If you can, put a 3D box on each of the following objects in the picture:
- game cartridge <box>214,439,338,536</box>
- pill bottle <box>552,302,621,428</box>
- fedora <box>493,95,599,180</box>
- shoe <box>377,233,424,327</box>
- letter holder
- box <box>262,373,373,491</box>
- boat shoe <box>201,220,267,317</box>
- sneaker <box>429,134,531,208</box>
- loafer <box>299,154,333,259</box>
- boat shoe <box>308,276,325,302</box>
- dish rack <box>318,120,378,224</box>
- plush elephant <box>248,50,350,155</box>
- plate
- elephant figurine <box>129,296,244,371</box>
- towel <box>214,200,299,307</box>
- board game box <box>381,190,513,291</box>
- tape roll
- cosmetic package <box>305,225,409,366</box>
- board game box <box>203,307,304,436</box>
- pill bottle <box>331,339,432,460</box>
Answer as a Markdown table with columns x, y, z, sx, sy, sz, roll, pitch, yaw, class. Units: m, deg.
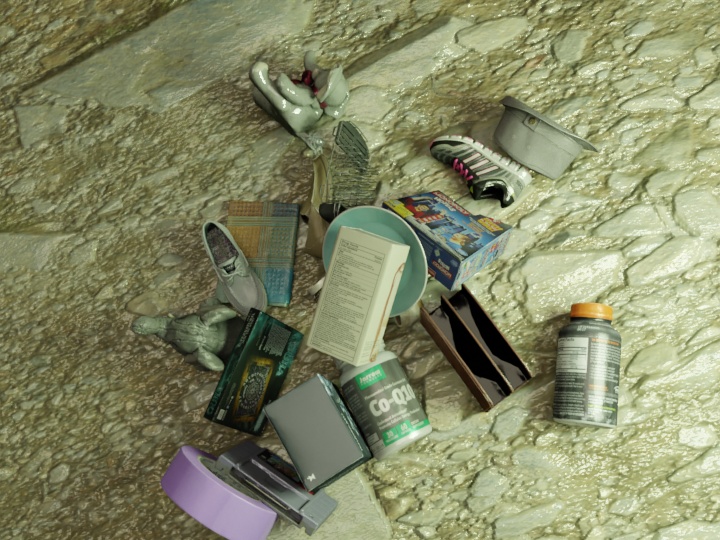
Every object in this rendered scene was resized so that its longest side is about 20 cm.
| x | y | z | sx | sy | sz | roll | pitch | yaw | class |
| --- | --- | --- | --- | --- | --- | --- | --- | --- | --- |
| -0.138 | 0.361 | 1.289 | 0.198 | 0.129 | 0.039 | 32 | 101 | 12 | game cartridge |
| 0.384 | 0.158 | 1.284 | 0.104 | 0.106 | 0.203 | 6 | 78 | 8 | pill bottle |
| 0.316 | -0.226 | 1.360 | 0.199 | 0.177 | 0.091 | 35 | 103 | 12 | fedora |
| 0.056 | 0.007 | 1.335 | 0.053 | 0.070 | 0.202 | -30 | 109 | -18 | shoe |
| 0.195 | 0.126 | 1.295 | 0.100 | 0.142 | 0.201 | -35 | 75 | -2 | letter holder |
| -0.063 | 0.270 | 1.263 | 0.106 | 0.200 | 0.150 | -31 | 76 | -1 | box |
| -0.238 | -0.004 | 1.392 | 0.069 | 0.072 | 0.202 | -31 | 74 | -1 | boat shoe |
| 0.210 | -0.178 | 1.398 | 0.198 | 0.074 | 0.088 | 26 | 75 | 7 | sneaker |
| -0.081 | -0.118 | 1.419 | 0.066 | 0.076 | 0.203 | -4 | 76 | -1 | loafer |
| 0.000 | 0.000 | 1.387 | 0.199 | 0.072 | 0.060 | -36 | 89 | -5 | boat shoe |
| -0.014 | -0.164 | 1.388 | 0.054 | 0.153 | 0.203 | 5 | 76 | 24 | dish rack |
| -0.096 | -0.338 | 1.431 | 0.155 | 0.165 | 0.200 | -44 | 83 | -7 | plush elephant |
| 0.026 | -0.016 | 1.300 | 0.197 | 0.026 | 0.203 | 11 | 115 | 24 | plate |
| -0.274 | 0.117 | 1.319 | 0.154 | 0.200 | 0.143 | -30 | 82 | 1 | elephant figurine |
| -0.193 | -0.032 | 1.442 | 0.144 | 0.022 | 0.203 | 4 | 76 | 8 | towel |
| 0.165 | -0.063 | 1.347 | 0.200 | 0.198 | 0.062 | 41 | 129 | 34 | board game box |
| -0.229 | 0.372 | 1.259 | 0.198 | 0.200 | 0.066 | 31 | 81 | 13 | tape roll |
| -0.004 | 0.040 | 1.231 | 0.102 | 0.087 | 0.203 | 21 | 98 | 22 | cosmetic package |
| -0.183 | 0.181 | 1.335 | 0.028 | 0.135 | 0.202 | 16 | 78 | 37 | board game box |
| 0.032 | 0.210 | 1.310 | 0.112 | 0.113 | 0.202 | -28 | 76 | 0 | pill bottle |
